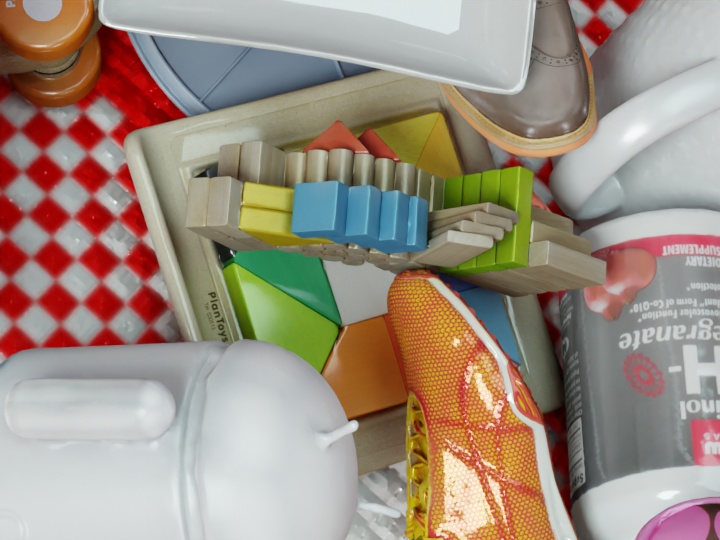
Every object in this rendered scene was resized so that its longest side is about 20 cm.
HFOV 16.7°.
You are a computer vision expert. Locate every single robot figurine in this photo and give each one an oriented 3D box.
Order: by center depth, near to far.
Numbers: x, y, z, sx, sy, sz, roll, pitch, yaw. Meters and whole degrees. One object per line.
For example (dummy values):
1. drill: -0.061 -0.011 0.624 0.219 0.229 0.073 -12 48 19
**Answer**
1. robot figurine: -0.087 0.087 1.030 0.200 0.170 0.113 -3 65 17

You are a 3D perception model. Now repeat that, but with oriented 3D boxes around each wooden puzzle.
1. wooden puzzle: 0.000 0.000 1.166 0.200 0.037 0.185 -16 86 -31

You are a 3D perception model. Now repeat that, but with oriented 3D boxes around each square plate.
1. square plate: -0.010 -0.188 1.145 0.200 0.028 0.199 9 76 -5

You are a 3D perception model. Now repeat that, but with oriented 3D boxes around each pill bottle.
1. pill bottle: 0.154 0.081 1.175 0.110 0.111 0.200 8 64 -21

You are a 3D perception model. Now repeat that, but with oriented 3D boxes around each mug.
1. mug: 0.179 -0.079 1.222 0.200 0.175 0.148 -23 78 -31

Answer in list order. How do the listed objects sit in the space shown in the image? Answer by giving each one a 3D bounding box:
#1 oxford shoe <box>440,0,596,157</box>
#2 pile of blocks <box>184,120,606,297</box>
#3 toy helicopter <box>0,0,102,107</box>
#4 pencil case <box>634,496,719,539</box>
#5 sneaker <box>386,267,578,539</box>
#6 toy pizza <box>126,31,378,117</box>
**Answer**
1. oxford shoe: 0.064 -0.138 1.184 0.071 0.073 0.200 -15 51 -6
2. pile of blocks: 0.020 -0.036 1.121 0.200 0.082 0.062 9 76 -22
3. toy helicopter: -0.149 -0.186 1.161 0.132 0.079 0.200 30 75 7
4. pencil case: 0.170 0.196 1.077 0.093 0.200 0.091 -11 39 -3
5. sneaker: 0.049 0.096 1.121 0.077 0.073 0.200 -20 90 -13
6. toy pizza: -0.033 -0.137 1.236 0.200 0.032 0.201 10 66 -23
